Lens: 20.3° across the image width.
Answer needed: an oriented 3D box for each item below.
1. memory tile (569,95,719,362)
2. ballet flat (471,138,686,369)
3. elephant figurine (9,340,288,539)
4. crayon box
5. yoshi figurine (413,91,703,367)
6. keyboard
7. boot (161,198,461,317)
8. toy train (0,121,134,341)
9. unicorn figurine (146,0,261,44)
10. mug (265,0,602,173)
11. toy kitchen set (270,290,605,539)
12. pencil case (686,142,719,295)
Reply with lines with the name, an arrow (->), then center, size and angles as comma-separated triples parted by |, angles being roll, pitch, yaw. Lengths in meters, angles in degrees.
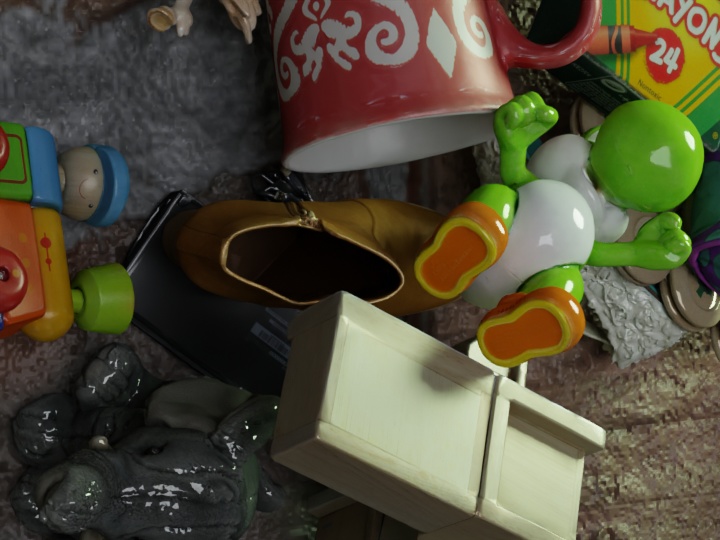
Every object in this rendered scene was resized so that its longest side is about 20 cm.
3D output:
memory tile -> 0.196, -0.043, 1.217 | 0.200, 0.017, 0.154 | 38, 52, -27
ballet flat -> 0.117, -0.015, 1.195 | 0.200, 0.072, 0.072 | 46, 73, -18
elephant figurine -> -0.095, 0.115, 1.018 | 0.155, 0.200, 0.142 | -36, 106, -20
crayon box -> 0.183, -0.184, 1.171 | 0.127, 0.051, 0.201 | 31, 72, -31
yoshi figurine -> 0.117, -0.037, 1.043 | 0.200, 0.111, 0.113 | -43, 140, -52
keyboard -> -0.037, 0.020, 1.144 | 0.200, 0.021, 0.127 | 38, 82, -23
boot -> 0.000, -0.001, 1.067 | 0.200, 0.144, 0.071 | 5, 95, -23
toy train -> -0.166, 0.020, 1.025 | 0.115, 0.085, 0.201 | 3, 69, -39
unicorn figurine -> -0.121, -0.216, 1.059 | 0.138, 0.073, 0.200 | -83, 151, -46
mug -> 0.024, -0.168, 1.096 | 0.177, 0.133, 0.201 | -9, 83, -23
toy kitchen set -> 0.002, 0.076, 1.057 | 0.180, 0.200, 0.164 | 28, 55, -28
pencil case -> 0.252, -0.078, 1.207 | 0.092, 0.085, 0.201 | 13, 61, 5
